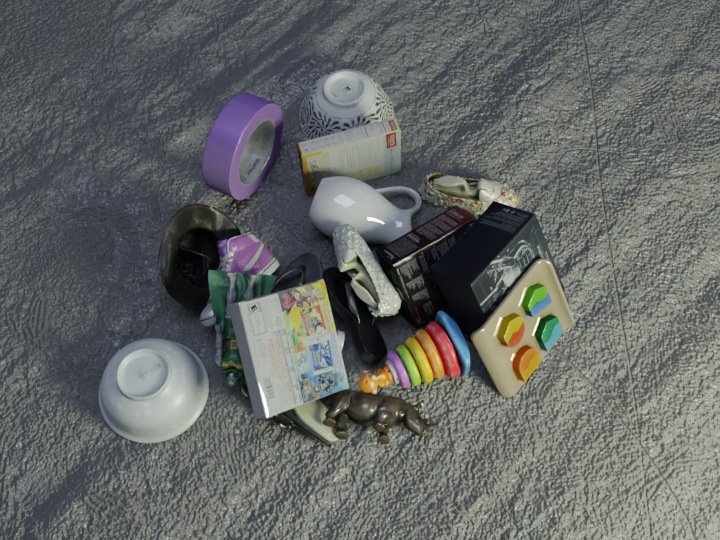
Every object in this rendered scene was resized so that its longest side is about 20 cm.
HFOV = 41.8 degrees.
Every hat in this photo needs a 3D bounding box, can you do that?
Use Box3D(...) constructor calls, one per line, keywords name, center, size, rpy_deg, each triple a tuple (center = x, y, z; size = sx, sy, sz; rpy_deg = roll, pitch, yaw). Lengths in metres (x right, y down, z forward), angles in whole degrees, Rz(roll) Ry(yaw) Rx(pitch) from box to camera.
Box3D(name="hat", center=(-0.315, -0.023, 1.780), size=(0.081, 0.201, 0.201), rpy_deg=(-5, 51, 49))

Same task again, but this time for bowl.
Box3D(name="bowl", center=(-0.377, 0.199, 1.675), size=(0.201, 0.090, 0.201), rpy_deg=(-1, 63, 2))
Box3D(name="bowl", center=(-0.031, -0.350, 1.944), size=(0.200, 0.094, 0.201), rpy_deg=(-1, 62, 2))

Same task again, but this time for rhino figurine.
Box3D(name="rhino figurine", center=(0.039, 0.253, 1.645), size=(0.200, 0.060, 0.087), rpy_deg=(6, 41, 4))

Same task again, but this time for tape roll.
Box3D(name="tape roll", center=(-0.228, -0.241, 1.835), size=(0.066, 0.200, 0.200), rpy_deg=(24, 66, 13))

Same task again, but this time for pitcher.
Box3D(name="pitcher", center=(0.014, -0.121, 1.822), size=(0.200, 0.121, 0.172), rpy_deg=(20, 46, 0))

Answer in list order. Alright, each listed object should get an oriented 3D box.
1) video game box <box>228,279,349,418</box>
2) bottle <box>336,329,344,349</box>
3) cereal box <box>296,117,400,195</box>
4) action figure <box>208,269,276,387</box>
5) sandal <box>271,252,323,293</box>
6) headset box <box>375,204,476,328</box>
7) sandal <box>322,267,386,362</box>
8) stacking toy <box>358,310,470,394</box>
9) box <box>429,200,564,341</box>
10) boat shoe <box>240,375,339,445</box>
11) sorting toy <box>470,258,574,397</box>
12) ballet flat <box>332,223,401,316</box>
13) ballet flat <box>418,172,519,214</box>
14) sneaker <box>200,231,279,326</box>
Box3D(name="video game box", center=(-0.121, 0.131, 1.614), size=(0.182, 0.047, 0.200), rpy_deg=(-14, 93, -36))
Box3D(name="bottle", center=(-0.130, 0.113, 1.706), size=(0.200, 0.084, 0.065), rpy_deg=(13, 42, -9))
Box3D(name="cereal box", center=(-0.019, -0.222, 1.850), size=(0.200, 0.144, 0.040), rpy_deg=(-15, 62, -7))
Box3D(name="action figure", center=(-0.214, 0.104, 1.631), size=(0.118, 0.055, 0.200), rpy_deg=(5, 92, 3))
Box3D(name="sandal", center=(-0.142, 0.045, 1.771), size=(0.076, 0.043, 0.200), rpy_deg=(35, 69, 18))
Box3D(name="headset box", center=(0.147, -0.013, 1.725), size=(0.200, 0.149, 0.077), rpy_deg=(-31, 34, -13))
Box3D(name="sandal", center=(-0.003, 0.074, 1.726), size=(0.076, 0.043, 0.200), rpy_deg=(-6, 58, -47))
Box3D(name="stacking toy", center=(0.087, 0.167, 1.665), size=(0.200, 0.110, 0.116), rpy_deg=(-25, 73, -8))
Box3D(name="box", center=(0.247, 0.016, 1.674), size=(0.182, 0.200, 0.104), rpy_deg=(-45, 41, -18))
Box3D(name="boat shoe", center=(-0.124, 0.244, 1.664), size=(0.200, 0.068, 0.072), rpy_deg=(35, 28, 7))
Box3D(name="sorting toy", center=(0.293, 0.105, 1.652), size=(0.200, 0.185, 0.036), rpy_deg=(-45, 41, -17))
Box3D(name="ballet flat", center=(0.000, 0.000, 1.705), size=(0.072, 0.072, 0.200), rpy_deg=(-32, 74, -14))
Box3D(name="ballet flat", center=(0.214, -0.154, 1.851), size=(0.200, 0.064, 0.076), rpy_deg=(5, 62, 4))
Box3D(name="sneaker", center=(-0.250, 0.008, 1.745), size=(0.114, 0.073, 0.200), rpy_deg=(53, 52, -18))
